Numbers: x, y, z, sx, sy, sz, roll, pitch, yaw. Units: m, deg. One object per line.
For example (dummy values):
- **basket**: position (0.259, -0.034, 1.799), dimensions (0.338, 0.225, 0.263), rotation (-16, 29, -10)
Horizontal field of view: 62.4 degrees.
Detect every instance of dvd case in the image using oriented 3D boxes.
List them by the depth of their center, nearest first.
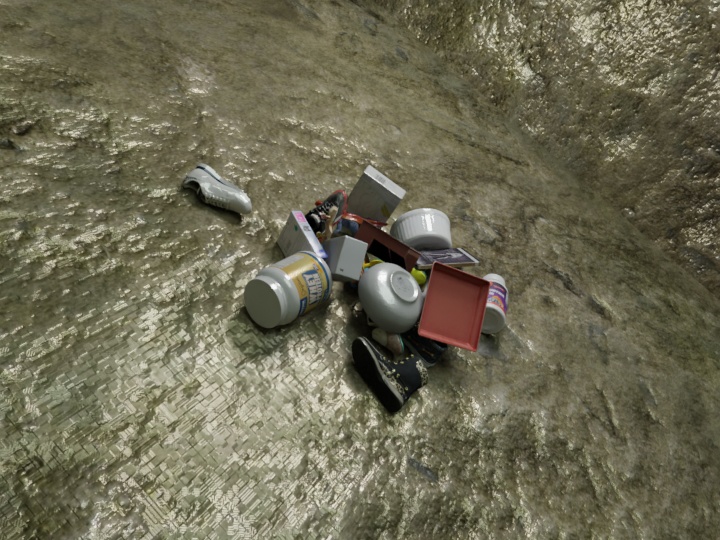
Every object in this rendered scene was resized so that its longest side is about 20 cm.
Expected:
- **dvd case**: position (0.240, -0.036, 1.767), dimensions (0.196, 0.016, 0.149), rotation (-4, 19, -13)

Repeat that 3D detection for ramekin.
- **ramekin**: position (0.195, -0.093, 1.880), dimensions (0.197, 0.201, 0.099), rotation (14, 49, -26)

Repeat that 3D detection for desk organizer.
- **desk organizer**: position (0.072, -0.065, 1.705), dimensions (0.199, 0.078, 0.071), rotation (34, 7, 36)

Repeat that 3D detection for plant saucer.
- **plant saucer**: position (0.251, 0.100, 1.623), dimensions (0.197, 0.037, 0.204), rotation (18, 81, -23)

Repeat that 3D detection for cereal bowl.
- **cereal bowl**: position (0.095, 0.062, 1.592), dimensions (0.197, 0.083, 0.203), rotation (22, 48, -27)

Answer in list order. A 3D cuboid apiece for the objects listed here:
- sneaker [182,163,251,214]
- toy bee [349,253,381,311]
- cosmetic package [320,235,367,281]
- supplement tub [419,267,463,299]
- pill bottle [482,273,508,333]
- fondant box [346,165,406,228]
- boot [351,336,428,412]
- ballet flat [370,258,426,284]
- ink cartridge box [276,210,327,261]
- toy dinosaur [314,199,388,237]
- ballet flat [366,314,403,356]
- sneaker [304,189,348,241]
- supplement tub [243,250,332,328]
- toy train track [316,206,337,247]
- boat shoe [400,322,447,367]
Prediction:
- **sneaker**: position (-0.393, -0.207, 1.640), dimensions (0.198, 0.077, 0.081), rotation (32, 48, 1)
- **toy bee**: position (0.000, 0.000, 1.677), dimensions (0.129, 0.110, 0.201), rotation (-24, 37, -3)
- **cosmetic package**: position (-0.058, -0.029, 1.590), dimensions (0.070, 0.199, 0.103), rotation (18, 83, -20)
- **supplement tub**: position (0.241, 0.070, 1.769), dimensions (0.143, 0.145, 0.201), rotation (32, 38, -6)
- **pill bottle**: position (0.420, 0.100, 1.921), dimensions (0.110, 0.112, 0.201), rotation (32, 37, -5)
- **fondant box**: position (0.030, -0.204, 1.854), dimensions (0.143, 0.201, 0.059), rotation (34, 38, -3)
- **boot**: position (0.077, 0.244, 1.527), dimensions (0.153, 0.073, 0.205), rotation (-22, 73, -46)
- **ballet flat**: position (0.098, 0.017, 1.736), dimensions (0.198, 0.068, 0.067), rotation (17, 50, 36)
- **ink cartridge box**: position (-0.154, -0.048, 1.610), dimensions (0.041, 0.120, 0.202), rotation (-6, 54, -39)
- **toy dinosaur**: position (-0.048, -0.165, 1.804), dimensions (0.182, 0.198, 0.106), rotation (51, 8, -34)
- **ballet flat**: position (0.056, 0.154, 1.627), dimensions (0.066, 0.069, 0.202), rotation (-7, 47, -18)
- **sneaker**: position (-0.106, -0.154, 1.695), dimensions (0.071, 0.201, 0.098), rotation (39, -6, 11)
- **supplement tub**: position (-0.178, 0.046, 1.472), dimensions (0.145, 0.145, 0.199), rotation (45, 38, 12)
- **toy train track**: position (-0.112, -0.083, 1.617), dimensions (0.032, 0.203, 0.115), rotation (16, 24, -15)
- **boat shoe**: position (0.156, 0.168, 1.656), dimensions (0.200, 0.091, 0.070), rotation (47, 38, 13)
